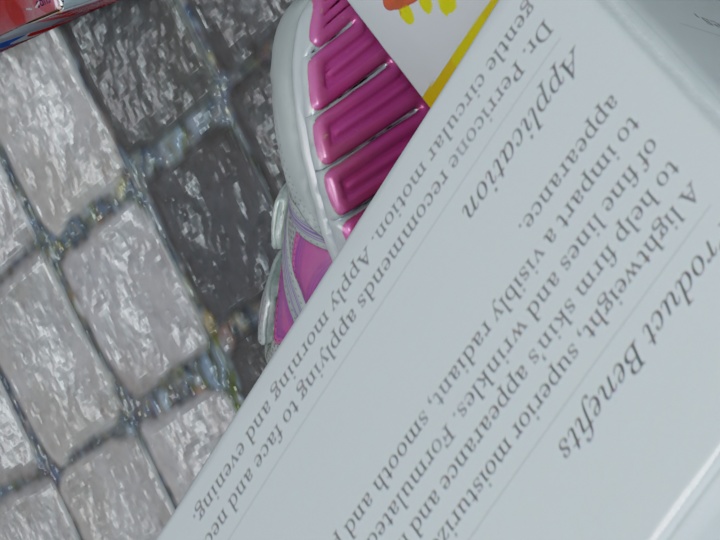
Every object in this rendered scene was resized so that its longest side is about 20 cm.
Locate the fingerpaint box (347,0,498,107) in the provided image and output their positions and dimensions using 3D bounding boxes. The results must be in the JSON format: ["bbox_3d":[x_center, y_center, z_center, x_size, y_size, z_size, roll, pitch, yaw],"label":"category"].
[{"bbox_3d":[0.064,-0.142,0.758,0.167,0.073,0.200,53,141,20],"label":"fingerpaint box"}]

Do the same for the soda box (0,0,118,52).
[{"bbox_3d":[-0.156,-0.121,1.045,0.200,0.063,0.070,-14,97,52],"label":"soda box"}]

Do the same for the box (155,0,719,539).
[{"bbox_3d":[0.089,0.057,0.599,0.199,0.200,0.131,-57,42,21],"label":"box"}]

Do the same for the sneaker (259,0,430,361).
[{"bbox_3d":[0.000,0.000,0.886,0.088,0.081,0.200,3,109,48],"label":"sneaker"}]
